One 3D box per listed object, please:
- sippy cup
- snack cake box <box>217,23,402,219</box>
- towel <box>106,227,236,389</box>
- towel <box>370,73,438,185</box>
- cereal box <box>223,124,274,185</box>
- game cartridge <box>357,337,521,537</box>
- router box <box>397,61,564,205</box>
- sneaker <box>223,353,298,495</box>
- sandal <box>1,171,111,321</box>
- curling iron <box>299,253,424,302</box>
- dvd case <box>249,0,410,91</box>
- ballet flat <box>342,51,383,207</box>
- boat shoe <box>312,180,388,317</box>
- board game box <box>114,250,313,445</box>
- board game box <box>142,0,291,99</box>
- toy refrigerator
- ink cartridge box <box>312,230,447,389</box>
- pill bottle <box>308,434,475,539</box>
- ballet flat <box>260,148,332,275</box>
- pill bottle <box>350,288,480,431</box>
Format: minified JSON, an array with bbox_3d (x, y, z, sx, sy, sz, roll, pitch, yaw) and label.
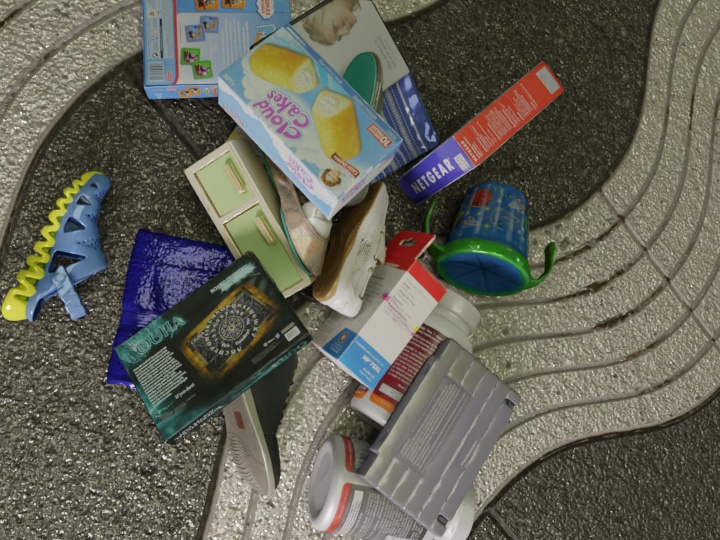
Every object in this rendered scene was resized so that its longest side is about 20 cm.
[{"bbox_3d":[0.187,-0.050,0.908,0.177,0.139,0.132,36,60,-35],"label":"sippy cup"},{"bbox_3d":[-0.062,-0.177,0.746,0.200,0.067,0.115,46,70,3],"label":"snack cake box"},{"bbox_3d":[-0.229,0.056,0.793,0.146,0.049,0.203,10,79,-17],"label":"towel"},{"bbox_3d":[0.018,-0.203,0.894,0.199,0.024,0.146,-34,107,-27],"label":"towel"},{"bbox_3d":[-0.089,-0.195,0.882,0.143,0.039,0.201,35,72,-11],"label":"cereal box"},{"bbox_3d":[0.098,0.199,0.766,0.129,0.038,0.201,38,72,-4],"label":"game cartridge"},{"bbox_3d":[0.160,-0.184,0.877,0.179,0.200,0.049,-41,95,-18],"label":"router box"},{"bbox_3d":[-0.115,0.177,0.801,0.106,0.074,0.203,-23,106,-46],"label":"sneaker"},{"bbox_3d":[-0.347,-0.022,0.759,0.086,0.079,0.202,24,83,-16],"label":"sandal"},{"bbox_3d":[0.000,0.000,0.888,0.198,0.026,0.050,-17,90,-19],"label":"curling iron"},{"bbox_3d":[-0.035,-0.284,0.847,0.200,0.017,0.144,-41,109,-23],"label":"dvd case"},{"bbox_3d":[-0.005,-0.183,0.829,0.067,0.064,0.203,11,87,29],"label":"ballet flat"},{"bbox_3d":[0.001,-0.028,0.827,0.069,0.070,0.202,39,57,-26],"label":"boat shoe"},{"bbox_3d":[-0.172,0.086,0.731,0.199,0.028,0.136,-36,68,-6],"label":"board game box"},{"bbox_3d":[-0.190,-0.310,0.846,0.197,0.037,0.153,-4,76,-8],"label":"board game box"},{"bbox_3d":[-0.135,-0.060,0.802,0.075,0.070,0.202,-27,97,15],"label":"toy refrigerator"},{"bbox_3d":[0.033,0.045,0.826,0.067,0.116,0.201,43,80,-21],"label":"ink cartridge box"},{"bbox_3d":[0.041,0.290,0.809,0.198,0.116,0.117,17,77,-15],"label":"pill bottle"},{"bbox_3d":[-0.071,-0.095,0.789,0.067,0.068,0.202,-26,75,19],"label":"ballet flat"},{"bbox_3d":[0.081,0.127,0.848,0.112,0.113,0.201,36,73,-9],"label":"pill bottle"}]
